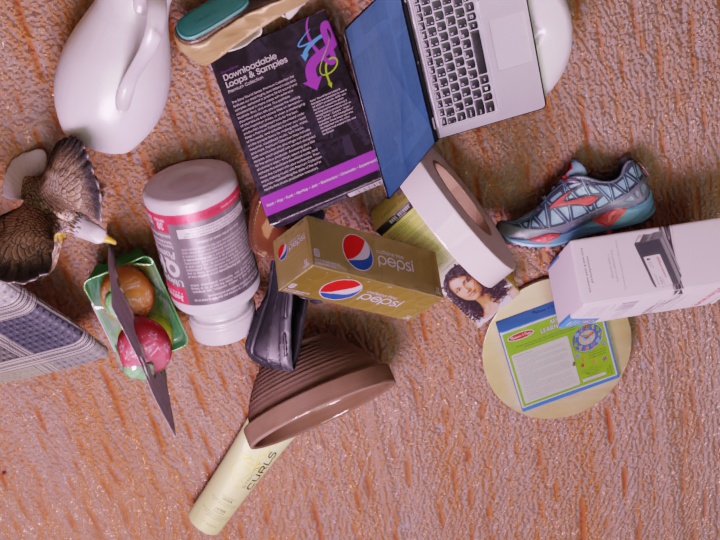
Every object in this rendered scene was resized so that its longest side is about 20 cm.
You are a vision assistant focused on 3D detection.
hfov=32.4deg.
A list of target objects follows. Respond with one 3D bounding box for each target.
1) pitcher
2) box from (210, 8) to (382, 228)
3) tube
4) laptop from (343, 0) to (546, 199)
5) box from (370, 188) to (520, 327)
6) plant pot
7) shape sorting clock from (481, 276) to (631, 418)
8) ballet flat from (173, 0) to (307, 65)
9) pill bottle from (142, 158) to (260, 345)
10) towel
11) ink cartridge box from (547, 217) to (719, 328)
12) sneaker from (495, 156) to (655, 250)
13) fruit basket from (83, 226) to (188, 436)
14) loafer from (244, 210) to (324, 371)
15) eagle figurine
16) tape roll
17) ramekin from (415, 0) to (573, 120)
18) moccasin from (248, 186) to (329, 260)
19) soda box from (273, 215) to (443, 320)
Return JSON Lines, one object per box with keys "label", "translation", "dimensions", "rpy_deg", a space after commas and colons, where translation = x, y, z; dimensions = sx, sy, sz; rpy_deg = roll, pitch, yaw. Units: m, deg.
{"label": "pitcher", "translation": [-0.247, -0.218, 1.289], "dimensions": [0.120, 0.172, 0.202], "rpy_deg": [11, 117, -23]}
{"label": "box", "translation": [-0.066, -0.166, 1.358], "dimensions": [0.142, 0.036, 0.202], "rpy_deg": [-21, 83, 5]}
{"label": "tube", "translation": [-0.157, 0.261, 1.642], "dimensions": [0.201, 0.052, 0.058], "rpy_deg": [-54, 153, 15]}
{"label": "laptop", "translation": [0.093, -0.204, 1.263], "dimensions": [0.198, 0.116, 0.189], "rpy_deg": [-16, 120, 1]}
{"label": "box", "translation": [0.105, -0.021, 1.518], "dimensions": [0.075, 0.050, 0.200], "rpy_deg": [-42, 116, 15]}
{"label": "plant pot", "translation": [-0.063, 0.139, 1.534], "dimensions": [0.199, 0.201, 0.094], "rpy_deg": [-26, 80, 7]}
{"label": "shape sorting clock", "translation": [0.255, 0.100, 1.611], "dimensions": [0.197, 0.039, 0.202], "rpy_deg": [-3, 115, -6]}
{"label": "ballet flat", "translation": [-0.108, -0.288, 1.337], "dimensions": [0.198, 0.069, 0.063], "rpy_deg": [-28, 146, 4]}
{"label": "pill bottle", "translation": [-0.178, -0.018, 1.445], "dimensions": [0.109, 0.111, 0.202], "rpy_deg": [-12, 120, -1]}
{"label": "towel", "translation": [-0.424, 0.069, 1.446], "dimensions": [0.198, 0.035, 0.192], "rpy_deg": [-14, 145, 27]}
{"label": "ink cartridge box", "translation": [0.341, 0.004, 1.501], "dimensions": [0.197, 0.145, 0.085], "rpy_deg": [-8, 78, -5]}
{"label": "sneaker", "translation": [0.253, -0.087, 1.500], "dimensions": [0.198, 0.079, 0.097], "rpy_deg": [-15, 103, -4]}
{"label": "fruit basket", "translation": [-0.262, 0.070, 1.431], "dimensions": [0.093, 0.201, 0.187], "rpy_deg": [-19, 121, 2]}
{"label": "loafer", "translation": [-0.075, 0.020, 1.469], "dimensions": [0.070, 0.068, 0.203], "rpy_deg": [16, 87, 20]}
{"label": "eagle figurine", "translation": [-0.332, -0.063, 1.341], "dimensions": [0.149, 0.200, 0.154], "rpy_deg": [-5, 90, 1]}
{"label": "tape roll", "translation": [0.102, -0.072, 1.403], "dimensions": [0.037, 0.203, 0.203], "rpy_deg": [-37, 117, 14]}
{"label": "ramekin", "translation": [0.137, -0.262, 1.360], "dimensions": [0.198, 0.098, 0.203], "rpy_deg": [-4, 120, -6]}
{"label": "moccasin", "translation": [-0.066, -0.104, 1.404], "dimensions": [0.073, 0.078, 0.202], "rpy_deg": [31, 95, -19]}
{"label": "soda box", "translation": [0.000, 0.000, 1.415], "dimensions": [0.198, 0.065, 0.068], "rpy_deg": [14, 146, -38]}
